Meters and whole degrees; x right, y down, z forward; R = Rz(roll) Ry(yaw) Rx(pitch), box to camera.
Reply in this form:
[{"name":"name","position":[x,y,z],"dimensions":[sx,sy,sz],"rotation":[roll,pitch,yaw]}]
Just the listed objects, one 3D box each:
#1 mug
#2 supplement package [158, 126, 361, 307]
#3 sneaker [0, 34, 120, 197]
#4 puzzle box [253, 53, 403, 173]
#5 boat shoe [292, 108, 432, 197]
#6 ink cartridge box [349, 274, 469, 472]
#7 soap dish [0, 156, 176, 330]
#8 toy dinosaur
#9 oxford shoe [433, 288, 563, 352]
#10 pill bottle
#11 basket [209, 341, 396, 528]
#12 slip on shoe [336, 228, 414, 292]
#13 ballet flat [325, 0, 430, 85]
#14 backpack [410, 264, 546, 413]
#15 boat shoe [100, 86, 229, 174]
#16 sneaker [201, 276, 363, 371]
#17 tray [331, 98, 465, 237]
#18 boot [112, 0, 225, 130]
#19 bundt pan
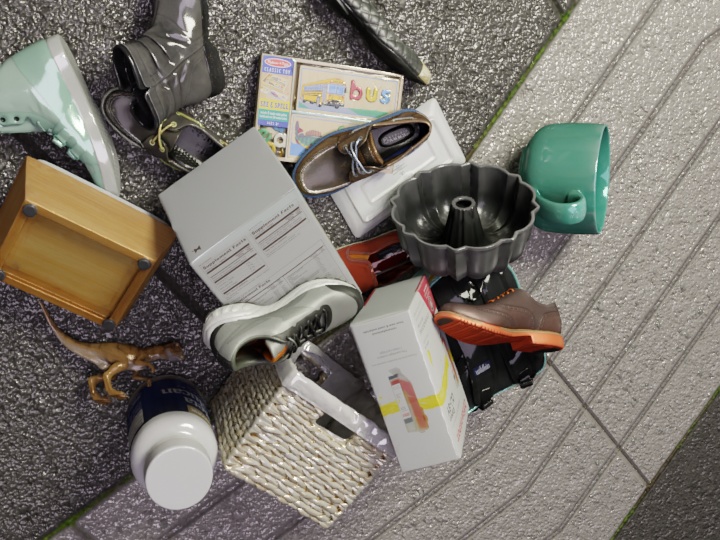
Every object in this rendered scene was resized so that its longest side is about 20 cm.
[{"name":"mug","position":[0.281,-0.132,1.201],"dimensions":[0.112,0.184,0.156],"rotation":[5,87,23]},{"name":"supplement package","position":[-0.122,-0.031,1.066],"dimensions":[0.149,0.152,0.201],"rotation":[-34,135,-2]},{"name":"sneaker","position":[-0.371,-0.166,1.036],"dimensions":[0.116,0.074,0.204],"rotation":[-22,113,-4]},{"name":"puzzle box","position":[-0.043,-0.207,1.141],"dimensions":[0.195,0.025,0.136],"rotation":[4,97,-15]},{"name":"boat shoe","position":[0.002,-0.156,1.110],"dimensions":[0.197,0.072,0.073],"rotation":[-30,105,-8]},{"name":"ink cartridge box","position":[0.069,0.128,1.097],"dimensions":[0.082,0.145,0.204],"rotation":[-16,103,16]},{"name":"soap dish","position":[-0.344,-0.025,1.045],"dimensions":[0.197,0.082,0.158],"rotation":[27,121,-24]},{"name":"toy dinosaur","position":[-0.335,0.117,1.136],"dimensions":[0.196,0.060,0.109],"rotation":[12,63,-19]},{"name":"oxford shoe","position":[0.180,0.059,1.125],"dimensions":[0.196,0.071,0.074],"rotation":[13,71,-29]},{"name":"pill bottle","position":[-0.242,0.221,1.106],"dimensions":[0.108,0.200,0.114],"rotation":[-5,106,-17]},{"name":"basket","position":[-0.080,0.204,1.157],"dimensions":[0.197,0.200,0.162],"rotation":[37,93,-23]},{"name":"slip on shoe","position":[0.000,0.000,1.204],"dimensions":[0.197,0.061,0.075],"rotation":[-24,112,-9]},{"name":"ballet flat","position":[0.029,-0.321,1.126],"dimensions":[0.200,0.066,0.057],"rotation":[43,83,-23]},{"name":"backpack","position":[0.152,0.073,1.222],"dimensions":[0.173,0.153,0.203],"rotation":[-24,111,-7]},{"name":"boat shoe","position":[-0.231,-0.168,1.083],"dimensions":[0.199,0.061,0.073],"rotation":[27,95,-23]},{"name":"sneaker","position":[-0.083,0.070,1.007],"dimensions":[0.196,0.080,0.075],"rotation":[-17,133,-21]},{"name":"tray","position":[0.051,-0.142,1.205],"dimensions":[0.198,0.022,0.108],"rotation":[-35,113,-7]},{"name":"boot","position":[-0.240,-0.281,1.015],"dimensions":[0.131,0.069,0.204],"rotation":[-36,115,-42]},{"name":"bundt pan","position":[0.139,-0.060,1.152],"dimensions":[0.198,0.203,0.077],"rotation":[-17,130,-13]}]
